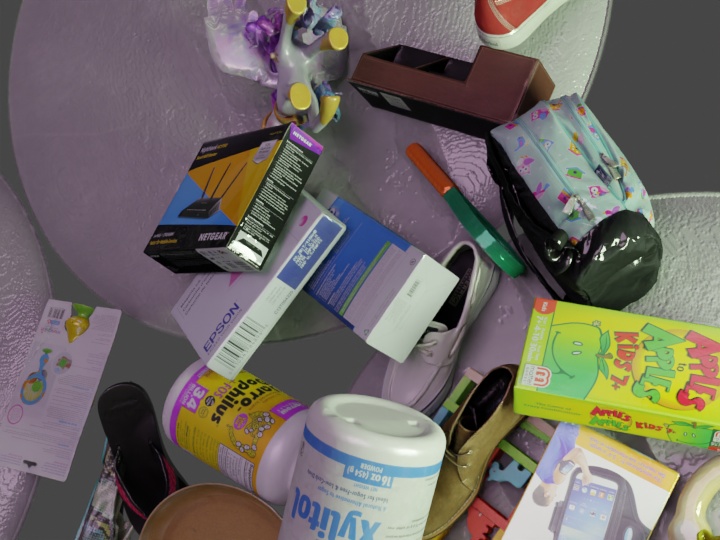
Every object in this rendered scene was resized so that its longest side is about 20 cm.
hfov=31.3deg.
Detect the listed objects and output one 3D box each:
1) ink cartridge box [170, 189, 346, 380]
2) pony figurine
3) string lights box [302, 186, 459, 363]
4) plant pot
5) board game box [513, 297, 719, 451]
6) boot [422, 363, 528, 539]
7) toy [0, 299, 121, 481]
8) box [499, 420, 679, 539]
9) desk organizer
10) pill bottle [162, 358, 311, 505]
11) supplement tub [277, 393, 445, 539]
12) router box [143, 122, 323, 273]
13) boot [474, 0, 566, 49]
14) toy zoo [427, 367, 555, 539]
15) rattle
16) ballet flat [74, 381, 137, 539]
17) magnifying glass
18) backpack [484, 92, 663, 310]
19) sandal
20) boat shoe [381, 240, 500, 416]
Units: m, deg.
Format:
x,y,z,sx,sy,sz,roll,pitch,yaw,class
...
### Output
x,y,z,sx,sy,sz,roll,pitch,yaw,class
-0.121,-0.009,1.358,0.196,0.043,0.200,-54,33,3,ink cartridge box
-0.076,-0.221,1.373,0.166,0.200,0.193,1,78,-18,pony figurine
0.000,0.000,1.301,0.103,0.059,0.200,-55,39,2,string lights box
-0.137,0.311,1.306,0.200,0.027,0.200,3,97,22,plant pot
0.246,0.093,1.156,0.200,0.048,0.102,9,55,14,board game box
0.090,0.169,1.217,0.074,0.075,0.200,37,96,24,boot
-0.338,0.137,1.468,0.115,0.047,0.200,7,75,30,toy
0.196,0.248,1.178,0.119,0.041,0.200,26,86,17,box
0.095,-0.196,1.345,0.200,0.072,0.077,20,82,28,desk organizer
-0.099,0.172,1.313,0.200,0.104,0.104,26,87,28,pill bottle
-0.005,0.226,1.181,0.132,0.132,0.200,19,102,28,supplement tub
-0.137,-0.072,1.349,0.200,0.051,0.149,-2,57,56,router box
0.178,-0.336,1.280,0.072,0.144,0.200,27,64,32,boot
0.101,0.212,1.254,0.131,0.020,0.200,35,92,29,toy zoo
0.340,0.182,1.089,0.200,0.143,0.130,-48,43,13,rattle
-0.255,0.224,1.403,0.074,0.074,0.200,10,82,27,ballet flat
0.104,-0.064,1.309,0.022,0.080,0.200,-43,52,11,magnifying glass
0.203,-0.067,1.223,0.126,0.167,0.200,-26,62,-1,backpack
-0.225,0.214,1.340,0.075,0.045,0.200,-19,104,2,sandal
0.074,0.062,1.284,0.072,0.066,0.200,32,91,28,boat shoe
